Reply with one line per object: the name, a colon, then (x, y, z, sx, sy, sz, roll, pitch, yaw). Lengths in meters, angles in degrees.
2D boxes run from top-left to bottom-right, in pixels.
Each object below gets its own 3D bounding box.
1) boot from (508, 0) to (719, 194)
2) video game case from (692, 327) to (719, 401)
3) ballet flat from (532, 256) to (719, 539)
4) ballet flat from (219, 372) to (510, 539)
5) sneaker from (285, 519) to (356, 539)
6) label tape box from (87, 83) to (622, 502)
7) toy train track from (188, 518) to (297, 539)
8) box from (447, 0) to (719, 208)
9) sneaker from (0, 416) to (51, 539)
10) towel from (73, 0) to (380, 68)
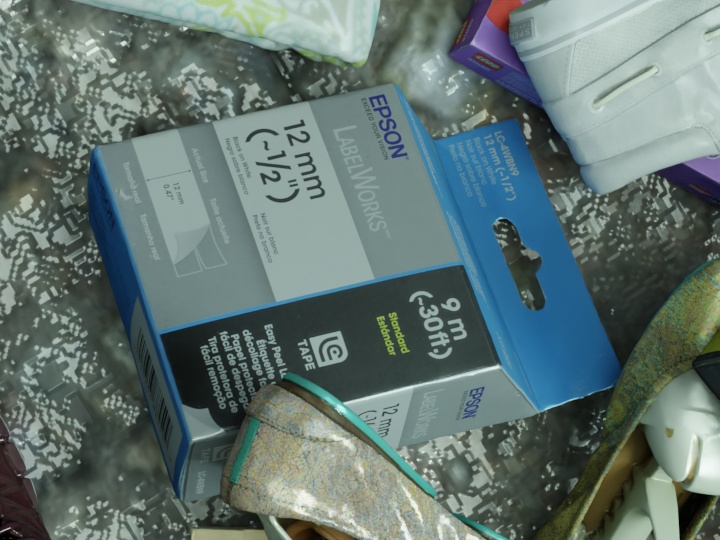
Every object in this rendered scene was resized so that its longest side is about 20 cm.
boot: (0.167, -0.107, 1.272, 0.199, 0.074, 0.096, -26, 98, -6)
video game case: (0.248, 0.049, 1.227, 0.200, 0.025, 0.181, 49, 59, -15)
ballet flat: (0.127, 0.088, 1.236, 0.070, 0.071, 0.200, 23, 117, -11)
ballet flat: (0.017, 0.116, 1.177, 0.200, 0.068, 0.067, 38, 77, -30)
sneaker: (-0.015, 0.196, 1.222, 0.084, 0.073, 0.201, 10, 80, -42)
label tape box: (0.000, 0.000, 1.233, 0.199, 0.066, 0.144, -14, 63, -13)
toy train track: (-0.046, 0.161, 1.252, 0.114, 0.032, 0.201, 7, 91, -45)
box: (0.156, -0.110, 1.319, 0.200, 0.039, 0.137, 29, 79, -11)
sneaker: (-0.153, 0.103, 1.188, 0.076, 0.115, 0.200, -37, 96, -13)
towel: (-0.077, -0.191, 1.265, 0.199, 0.048, 0.172, 12, 86, -13)
